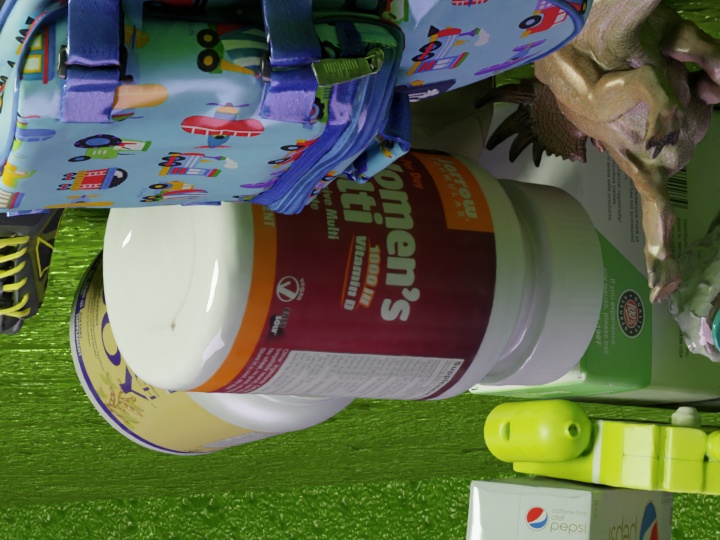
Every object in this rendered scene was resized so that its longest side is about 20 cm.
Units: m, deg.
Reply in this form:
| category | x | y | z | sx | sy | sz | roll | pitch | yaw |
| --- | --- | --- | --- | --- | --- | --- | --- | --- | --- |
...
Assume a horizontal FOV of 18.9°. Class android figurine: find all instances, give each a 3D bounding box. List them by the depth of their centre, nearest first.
| category | x | y | z | sx | sy | sz | roll | pitch | yaw |
| --- | --- | --- | --- | --- | --- | --- | --- | --- | --- |
| android figurine | 0.158 | 0.089 | 1.083 | 0.181 | 0.041 | 0.200 | 6 | 175 | -21 |

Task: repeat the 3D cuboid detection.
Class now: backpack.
| category | x | y | z | sx | sy | sz | roll | pitch | yaw |
| --- | --- | --- | --- | --- | --- | --- | --- | --- | --- |
| backpack | -0.019 | -0.092 | 0.654 | 0.199 | 0.136 | 0.182 | 0 | 171 | -20 |

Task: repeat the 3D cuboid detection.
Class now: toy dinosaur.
| category | x | y | z | sx | sy | sz | roll | pitch | yaw |
| --- | --- | --- | --- | --- | --- | --- | --- | --- | --- |
| toy dinosaur | 0.101 | -0.082 | 0.890 | 0.086 | 0.136 | 0.200 | -39 | 149 | -12 |

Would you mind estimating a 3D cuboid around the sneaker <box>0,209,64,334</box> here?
| category | x | y | z | sx | sy | sz | roll | pitch | yaw |
| --- | --- | --- | --- | --- | --- | --- | --- | --- | --- |
| sneaker | -0.192 | -0.013 | 1.180 | 0.074 | 0.085 | 0.200 | 0 | 169 | -9 |

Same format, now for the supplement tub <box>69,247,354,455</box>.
| category | x | y | z | sx | sy | sz | roll | pitch | yaw |
| --- | --- | --- | --- | --- | --- | --- | --- | --- | --- |
| supplement tub | -0.070 | 0.025 | 1.232 | 0.144 | 0.147 | 0.200 | 4 | 168 | -26 |

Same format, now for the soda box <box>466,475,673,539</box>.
| category | x | y | z | sx | sy | sz | roll | pitch | yaw |
| --- | --- | --- | --- | --- | --- | --- | --- | --- | --- |
| soda box | 0.111 | 0.141 | 1.109 | 0.063 | 0.069 | 0.200 | 4 | 177 | 19 |

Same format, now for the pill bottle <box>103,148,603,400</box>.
| category | x | y | z | sx | sy | sz | roll | pitch | yaw |
| --- | --- | --- | --- | --- | --- | --- | --- | --- | --- |
| pill bottle | 0.000 | 0.000 | 0.921 | 0.199 | 0.110 | 0.109 | 4 | 168 | -33 |

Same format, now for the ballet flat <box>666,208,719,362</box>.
| category | x | y | z | sx | sy | sz | roll | pitch | yaw |
| --- | --- | --- | --- | --- | --- | --- | --- | --- | --- |
| ballet flat | 0.215 | -0.042 | 0.999 | 0.200 | 0.072 | 0.072 | -42 | 164 | 2 |

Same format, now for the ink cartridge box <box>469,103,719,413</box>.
| category | x | y | z | sx | sy | sz | roll | pitch | yaw |
| --- | --- | --- | --- | --- | --- | --- | --- | --- | --- |
| ink cartridge box | 0.151 | -0.005 | 1.091 | 0.199 | 0.147 | 0.084 | 8 | 168 | -41 |

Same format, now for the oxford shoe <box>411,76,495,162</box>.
| category | x | y | z | sx | sy | sz | roll | pitch | yaw |
| --- | --- | --- | --- | --- | --- | --- | --- | --- | --- |
| oxford shoe | 0.031 | -0.043 | 1.022 | 0.070 | 0.075 | 0.200 | -6 | 158 | -8 |
